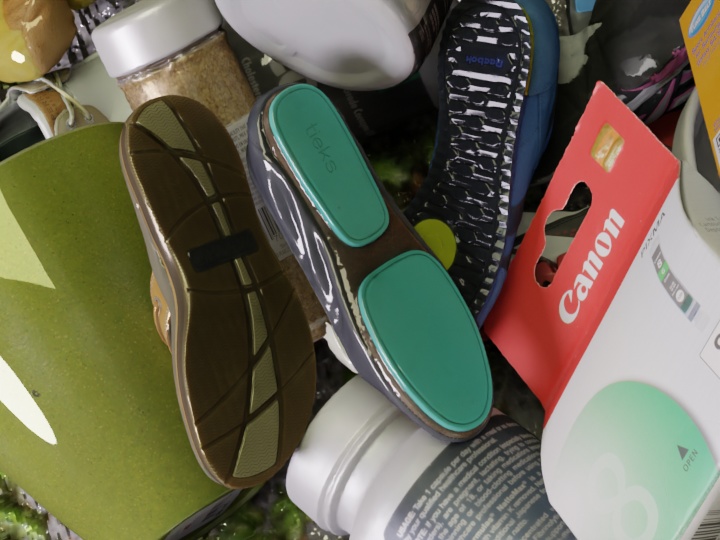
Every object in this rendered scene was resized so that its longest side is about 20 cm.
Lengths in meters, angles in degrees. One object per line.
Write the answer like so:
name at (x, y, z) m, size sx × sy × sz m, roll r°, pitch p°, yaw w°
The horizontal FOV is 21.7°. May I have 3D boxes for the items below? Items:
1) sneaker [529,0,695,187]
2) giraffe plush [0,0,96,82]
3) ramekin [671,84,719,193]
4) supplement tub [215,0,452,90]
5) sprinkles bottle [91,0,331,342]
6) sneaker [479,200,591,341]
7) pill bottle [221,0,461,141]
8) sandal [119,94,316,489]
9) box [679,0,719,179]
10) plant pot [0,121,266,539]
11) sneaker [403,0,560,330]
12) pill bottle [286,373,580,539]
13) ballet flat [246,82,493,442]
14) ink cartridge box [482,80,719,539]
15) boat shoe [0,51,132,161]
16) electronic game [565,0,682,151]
sneaker at (0.143, -0.100, 1.016) m, size 0.200 × 0.086 × 0.081 m, roll -28°, pitch 69°, yaw 53°
giraffe plush at (-0.267, -0.205, 1.138) m, size 0.199 × 0.162 × 0.173 m, roll -23°, pitch 40°, yaw 20°
ramekin at (0.241, -0.014, 0.939) m, size 0.198 × 0.105 × 0.201 m, roll 5°, pitch 54°, yaw -8°
supplement tub at (0.012, -0.206, 0.981) m, size 0.122 × 0.123 × 0.201 m, roll 14°, pitch 65°, yaw 20°
sprinkles bottle at (-0.072, -0.053, 1.013) m, size 0.068 × 0.068 × 0.201 m, roll -24°, pitch 103°, yaw 5°
sneaker at (0.084, -0.011, 1.034) m, size 0.199 × 0.071 × 0.099 m, roll -20°, pitch 67°, yaw 9°
pill bottle at (-0.010, -0.131, 1.085) m, size 0.199 × 0.113 × 0.114 m, roll -23°, pitch 65°, yaw 7°
sandal at (-0.079, 0.011, 0.959) m, size 0.080 × 0.054 × 0.202 m, roll -15°, pitch 85°, yaw -33°
box at (0.216, -0.064, 0.856) m, size 0.118 × 0.042 × 0.201 m, roll 13°, pitch 47°, yaw -18°
plant pot at (-0.141, 0.055, 1.028) m, size 0.187 × 0.187 × 0.201 m, roll -36°, pitch 78°, yaw 0°
sneaker at (0.066, -0.046, 0.983) m, size 0.066 × 0.078 × 0.202 m, roll 17°, pitch 98°, yaw 27°
pill bottle at (0.063, 0.139, 0.955) m, size 0.200 × 0.120 × 0.120 m, roll 37°, pitch 82°, yaw 24°
ballet flat at (0.000, 0.000, 0.950) m, size 0.073 × 0.073 × 0.201 m, roll -30°, pitch 86°, yaw 2°
ink cartridge box at (0.122, 0.031, 0.880) m, size 0.200 × 0.050 × 0.162 m, roll 51°, pitch 130°, yaw 38°
boat shoe at (-0.179, -0.083, 1.139) m, size 0.200 × 0.068 × 0.075 m, roll -44°, pitch 63°, yaw -5°
electronic game at (0.209, -0.155, 1.034) m, size 0.198 × 0.042 × 0.202 m, roll 3°, pitch 97°, yaw 22°
